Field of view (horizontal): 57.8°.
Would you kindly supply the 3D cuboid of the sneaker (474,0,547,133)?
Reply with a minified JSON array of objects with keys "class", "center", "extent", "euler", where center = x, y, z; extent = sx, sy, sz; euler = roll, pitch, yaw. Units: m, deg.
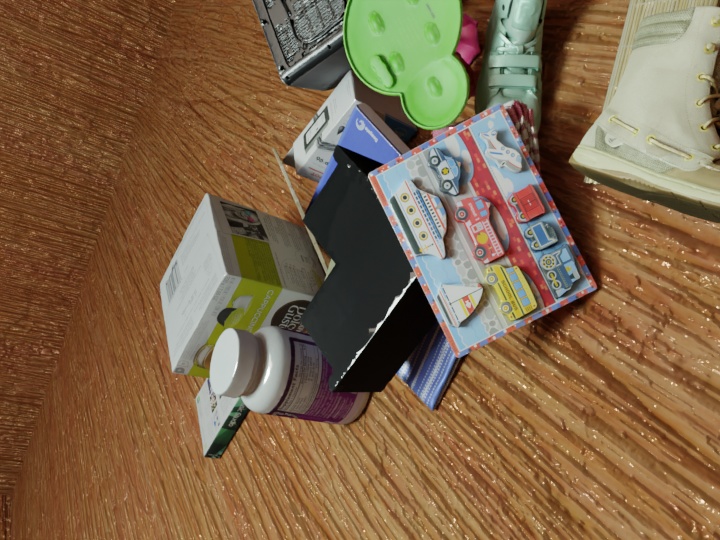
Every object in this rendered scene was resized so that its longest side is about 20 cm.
[{"class":"sneaker","center":[0.165,-0.237,0.706],"extent":[0.119,0.072,0.204],"euler":[85,-173,-67]}]

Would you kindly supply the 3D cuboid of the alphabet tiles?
[{"class":"alphabet tiles","center":[-0.089,-0.089,0.989],"extent":[0.007,0.169,0.200],"euler":[-23,25,-3]}]

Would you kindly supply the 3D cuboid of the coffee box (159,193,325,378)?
[{"class":"coffee box","center":[-0.188,0.038,1.054],"extent":[0.201,0.196,0.201],"euler":[-55,39,25]}]

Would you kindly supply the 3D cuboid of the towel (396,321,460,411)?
[{"class":"towel","center":[0.051,0.051,0.798],"extent":[0.200,0.024,0.147],"euler":[41,118,42]}]

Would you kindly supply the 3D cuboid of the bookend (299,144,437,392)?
[{"class":"bookend","center":[0.000,0.000,0.763],"extent":[0.201,0.091,0.199],"euler":[-55,52,19]}]

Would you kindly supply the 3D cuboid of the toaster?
[{"class":"toaster","center":[-0.039,-0.370,0.876],"extent":[0.198,0.118,0.183],"euler":[-26,81,30]}]

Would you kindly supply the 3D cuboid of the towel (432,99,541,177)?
[{"class":"towel","center":[0.135,-0.067,0.707],"extent":[0.146,0.029,0.204],"euler":[-5,92,59]}]

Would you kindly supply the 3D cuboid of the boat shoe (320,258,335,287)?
[{"class":"boat shoe","center":[-0.015,0.010,0.908],"extent":[0.074,0.062,0.204],"euler":[-112,37,-61]}]

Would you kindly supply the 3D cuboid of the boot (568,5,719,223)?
[{"class":"boot","center":[0.280,-0.125,0.522],"extent":[0.199,0.071,0.157],"euler":[34,101,49]}]

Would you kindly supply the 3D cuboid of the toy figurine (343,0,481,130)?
[{"class":"toy figurine","center":[0.098,-0.261,0.792],"extent":[0.149,0.183,0.202],"euler":[-32,81,30]}]

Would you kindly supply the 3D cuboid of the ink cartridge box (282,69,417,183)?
[{"class":"ink cartridge box","center":[-0.022,-0.185,0.974],"extent":[0.200,0.115,0.069],"euler":[-43,42,39]}]

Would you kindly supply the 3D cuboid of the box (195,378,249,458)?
[{"class":"box","center":[-0.247,0.226,1.214],"extent":[0.201,0.036,0.145],"euler":[-58,35,26]}]

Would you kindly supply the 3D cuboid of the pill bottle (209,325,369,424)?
[{"class":"pill bottle","center":[-0.092,0.136,0.861],"extent":[0.112,0.198,0.114],"euler":[-29,52,47]}]

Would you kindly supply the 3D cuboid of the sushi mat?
[{"class":"sushi mat","center":[0.273,-0.177,0.615],"extent":[0.095,0.012,0.204],"euler":[13,87,59]}]

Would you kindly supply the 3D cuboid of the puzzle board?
[{"class":"puzzle board","center":[0.115,-0.040,0.630],"extent":[0.149,0.017,0.202],"euler":[-26,83,4]}]

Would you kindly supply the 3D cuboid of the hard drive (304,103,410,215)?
[{"class":"hard drive","center":[0.000,-0.107,0.906],"extent":[0.132,0.025,0.201],"euler":[49,134,20]}]
